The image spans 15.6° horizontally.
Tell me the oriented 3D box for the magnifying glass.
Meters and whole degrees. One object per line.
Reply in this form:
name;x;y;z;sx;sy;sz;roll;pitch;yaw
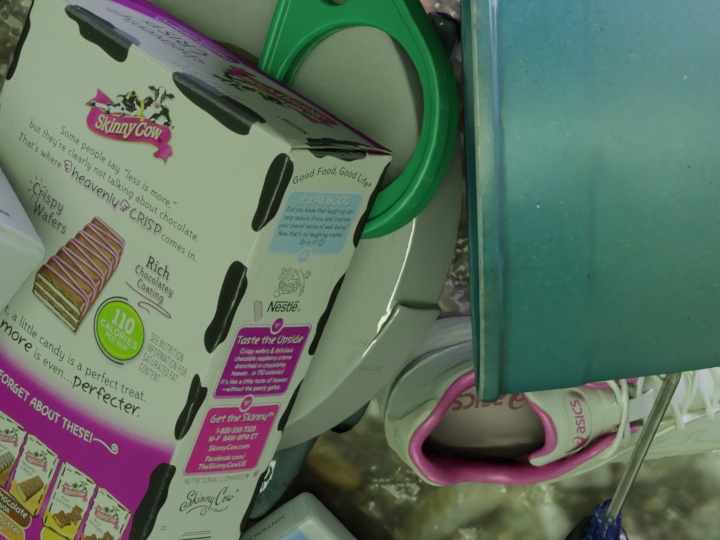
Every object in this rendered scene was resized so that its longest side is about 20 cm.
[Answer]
magnifying glass;-0.006;-0.111;0.938;0.079;0.022;0.202;-8;84;31

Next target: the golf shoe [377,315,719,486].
golf shoe;0.104;0.049;1.024;0.198;0.092;0.076;-12;103;7

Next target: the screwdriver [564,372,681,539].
screwdriver;0.097;0.083;1.007;0.029;0.028;0.201;38;151;20

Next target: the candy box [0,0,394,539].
candy box;-0.086;0.017;0.941;0.136;0.061;0.201;34;110;33

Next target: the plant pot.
plant pot;0.129;-0.059;0.898;0.186;0.200;0.202;-2;106;1

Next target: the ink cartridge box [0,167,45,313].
ink cartridge box;-0.212;-0.021;0.949;0.084;0.200;0.145;30;106;-38

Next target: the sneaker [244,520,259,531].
sneaker;-0.119;0.096;1.067;0.199;0.075;0.091;22;109;-11

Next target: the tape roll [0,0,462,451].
tape roll;-0.055;-0.031;0.992;0.201;0.037;0.205;-2;85;30

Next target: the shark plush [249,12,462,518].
shark plush;0.000;0.000;1.022;0.091;0.083;0.200;35;102;-11

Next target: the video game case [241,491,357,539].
video game case;-0.035;0.201;1.074;0.182;0.022;0.200;-35;123;12
